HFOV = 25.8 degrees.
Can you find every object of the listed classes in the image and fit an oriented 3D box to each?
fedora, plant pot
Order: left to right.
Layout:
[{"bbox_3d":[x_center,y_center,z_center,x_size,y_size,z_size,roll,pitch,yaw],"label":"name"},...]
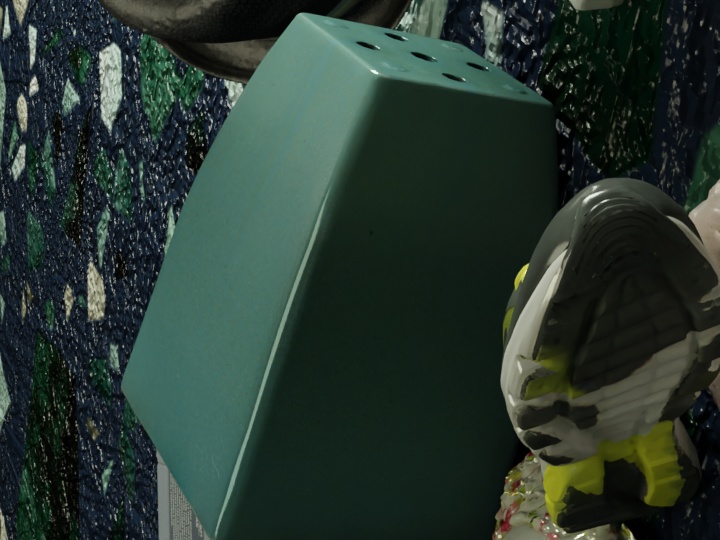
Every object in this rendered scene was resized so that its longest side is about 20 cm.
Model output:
[{"bbox_3d":[-0.068,-0.168,0.768,0.199,0.092,0.202,13,120,24],"label":"fedora"},{"bbox_3d":[0.000,0.000,0.697,0.141,0.140,0.201,46,124,54],"label":"plant pot"}]

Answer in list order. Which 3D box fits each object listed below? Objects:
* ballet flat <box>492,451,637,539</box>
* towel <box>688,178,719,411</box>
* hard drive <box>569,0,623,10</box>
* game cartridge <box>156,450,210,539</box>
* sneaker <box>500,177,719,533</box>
[{"bbox_3d":[0.087,0.148,0.605,0.201,0.063,0.076,-117,35,-43],"label":"ballet flat"},{"bbox_3d":[0.171,0.012,0.460,0.200,0.032,0.192,-60,40,46],"label":"towel"},{"bbox_3d":[0.093,-0.207,0.558,0.200,0.026,0.133,107,151,-61],"label":"hard drive"},{"bbox_3d":[-0.094,0.189,1.014,0.133,0.041,0.202,2,94,60],"label":"game cartridge"},{"bbox_3d":[0.074,0.022,0.540,0.200,0.074,0.085,80,172,-58],"label":"sneaker"}]
